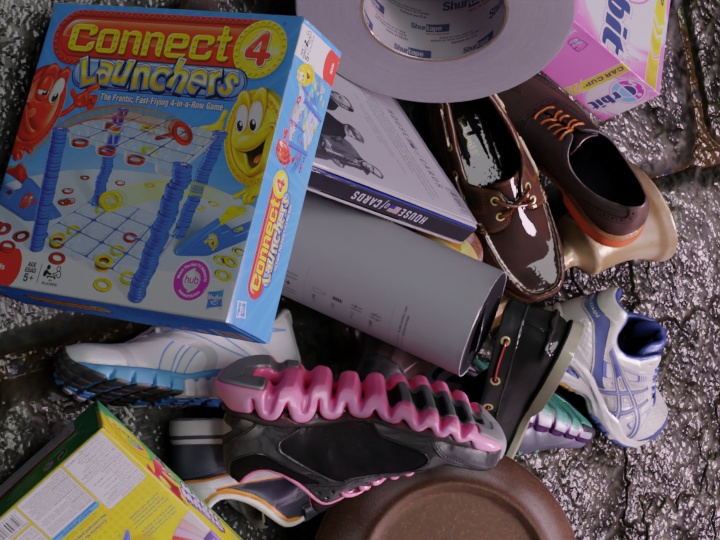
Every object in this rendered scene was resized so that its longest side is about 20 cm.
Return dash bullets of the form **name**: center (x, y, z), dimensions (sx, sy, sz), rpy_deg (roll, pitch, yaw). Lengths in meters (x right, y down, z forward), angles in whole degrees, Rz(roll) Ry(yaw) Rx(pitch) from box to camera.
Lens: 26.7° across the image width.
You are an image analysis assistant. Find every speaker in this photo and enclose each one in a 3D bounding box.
- **speaker**: center (0.000, 0.000, 1.069), dimensions (0.199, 0.081, 0.081), rpy_deg (24, 61, 14)

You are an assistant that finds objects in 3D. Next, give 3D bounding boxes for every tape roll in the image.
- **tape roll**: center (0.054, -0.208, 1.085), dimensions (0.200, 0.200, 0.067), rpy_deg (27, 50, -31)

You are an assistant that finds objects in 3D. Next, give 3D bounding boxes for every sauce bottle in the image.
- **sauce bottle**: center (0.036, 0.040, 1.135), dimensions (0.066, 0.066, 0.200), rpy_deg (54, 38, -21)

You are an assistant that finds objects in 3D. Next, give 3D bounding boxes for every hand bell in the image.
- **hand bell**: center (0.156, -0.001, 1.263), dimensions (0.199, 0.104, 0.105), rpy_deg (-34, 108, -18)

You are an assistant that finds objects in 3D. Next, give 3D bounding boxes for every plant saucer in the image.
- **plant saucer**: center (0.064, 0.219, 1.062), dimensions (0.199, 0.037, 0.202), rpy_deg (2, 80, -9)

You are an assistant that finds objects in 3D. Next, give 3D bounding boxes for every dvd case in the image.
- **dvd case**: center (-0.013, -0.099, 1.084), dimensions (0.199, 0.025, 0.151), rpy_deg (19, 34, -48)

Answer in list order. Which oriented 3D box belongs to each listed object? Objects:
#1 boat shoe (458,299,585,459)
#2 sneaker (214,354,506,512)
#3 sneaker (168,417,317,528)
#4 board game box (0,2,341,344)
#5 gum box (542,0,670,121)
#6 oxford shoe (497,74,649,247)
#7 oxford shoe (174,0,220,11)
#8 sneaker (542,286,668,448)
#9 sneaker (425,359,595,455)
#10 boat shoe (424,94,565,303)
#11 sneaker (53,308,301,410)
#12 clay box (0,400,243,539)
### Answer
- **boat shoe**: center (0.101, 0.101, 1.128), dimensions (0.063, 0.202, 0.074), rpy_deg (23, 41, 3)
- **sneaker**: center (-0.003, 0.119, 1.024), dimensions (0.198, 0.079, 0.096), rpy_deg (9, 105, 4)
- **sneaker**: center (-0.044, 0.146, 1.106), dimensions (0.199, 0.078, 0.080), rpy_deg (1, 83, -24)
- **board game box**: center (-0.131, -0.067, 0.975), dimensions (0.056, 0.199, 0.197), rpy_deg (34, 66, -61)
- **gum box**: center (0.200, -0.244, 1.272), dimensions (0.113, 0.066, 0.201), rpy_deg (33, 55, -31)
- **oxford shoe**: center (0.163, -0.112, 1.220), dimensions (0.071, 0.073, 0.200), rpy_deg (-40, 77, -14)
- **oxford shoe**: center (-0.129, -0.105, 1.063), dimensions (0.071, 0.071, 0.201), rpy_deg (32, 53, -49)
- **sneaker**: center (0.224, 0.084, 1.267), dimensions (0.200, 0.088, 0.076), rpy_deg (40, 34, -45)
- **sneaker**: center (0.104, 0.124, 1.232), dimensions (0.199, 0.074, 0.088), rpy_deg (23, 107, -39)
- **boat shoe**: center (0.106, -0.067, 1.197), dimensions (0.070, 0.070, 0.201), rpy_deg (-28, 91, -9)
- **sneaker**: center (-0.125, 0.052, 1.063), dimensions (0.199, 0.075, 0.087), rpy_deg (6, 75, -40)
- **clay box**: center (-0.150, 0.196, 1.020), dimensions (0.115, 0.048, 0.200), rpy_deg (-40, 115, 2)
